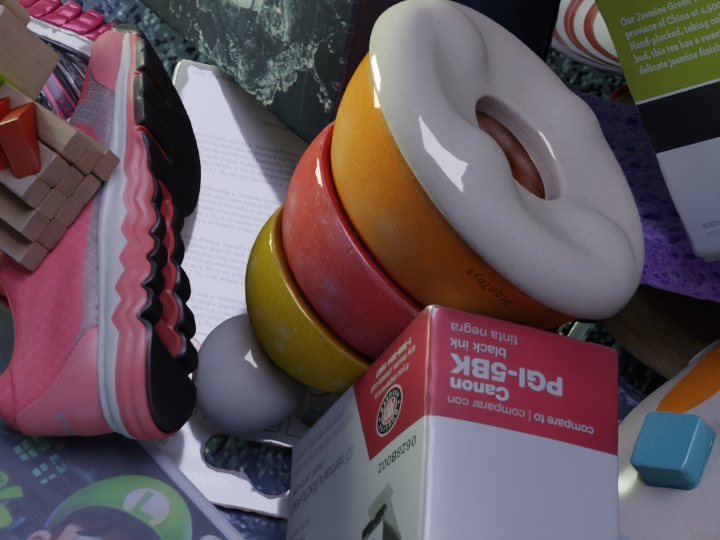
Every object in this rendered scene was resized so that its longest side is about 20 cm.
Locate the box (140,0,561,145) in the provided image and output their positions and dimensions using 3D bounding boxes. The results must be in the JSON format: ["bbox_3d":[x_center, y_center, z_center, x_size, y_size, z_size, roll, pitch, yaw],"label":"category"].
[{"bbox_3d":[-0.003,-0.182,0.970,0.117,0.197,0.200,-9,34,-33],"label":"box"}]

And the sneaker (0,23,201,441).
[{"bbox_3d":[-0.118,-0.020,0.917,0.087,0.074,0.201,-9,56,12],"label":"sneaker"}]

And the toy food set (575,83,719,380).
[{"bbox_3d":[0.184,-0.016,1.031,0.198,0.049,0.200,37,58,15],"label":"toy food set"}]

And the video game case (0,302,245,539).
[{"bbox_3d":[-0.162,0.109,0.874,0.182,0.023,0.200,-31,57,-27],"label":"video game case"}]

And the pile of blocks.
[{"bbox_3d":[-0.172,-0.094,0.905,0.082,0.062,0.200,-32,59,9],"label":"pile of blocks"}]

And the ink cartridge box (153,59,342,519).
[{"bbox_3d":[-0.025,0.016,0.982,0.160,0.050,0.201,12,73,-3],"label":"ink cartridge box"}]

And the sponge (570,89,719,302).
[{"bbox_3d":[0.164,-0.024,0.945,0.199,0.030,0.112,14,33,15],"label":"sponge"}]

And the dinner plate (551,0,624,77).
[{"bbox_3d":[0.186,-0.130,1.080,0.200,0.024,0.200,-8,30,5],"label":"dinner plate"}]

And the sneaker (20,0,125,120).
[{"bbox_3d":[-0.198,-0.102,0.996,0.200,0.081,0.075,19,57,2],"label":"sneaker"}]

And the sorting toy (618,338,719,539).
[{"bbox_3d":[0.143,0.137,0.884,0.180,0.107,0.200,-35,71,4],"label":"sorting toy"}]

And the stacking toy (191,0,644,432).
[{"bbox_3d":[0.000,0.000,0.883,0.146,0.200,0.146,37,31,-27],"label":"stacking toy"}]

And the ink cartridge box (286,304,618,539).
[{"bbox_3d":[0.029,0.137,0.820,0.083,0.147,0.200,14,58,-18],"label":"ink cartridge box"}]

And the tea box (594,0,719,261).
[{"bbox_3d":[0.204,-0.137,0.884,0.200,0.133,0.197,-28,100,-41],"label":"tea box"}]
